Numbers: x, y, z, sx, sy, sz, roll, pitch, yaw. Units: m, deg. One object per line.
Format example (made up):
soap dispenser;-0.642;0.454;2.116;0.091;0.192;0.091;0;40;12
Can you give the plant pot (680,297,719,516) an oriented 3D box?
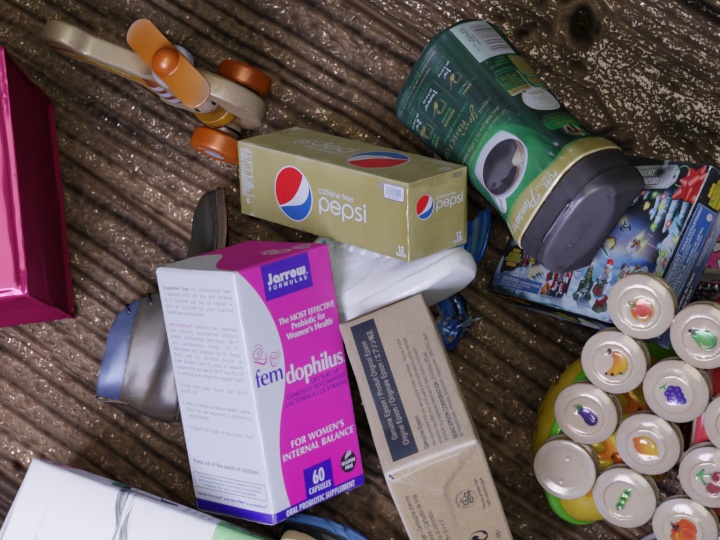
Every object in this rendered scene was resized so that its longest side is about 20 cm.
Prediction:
plant pot;0.348;0.110;1.251;0.182;0.200;0.201;8;84;10

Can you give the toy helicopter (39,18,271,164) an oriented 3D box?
toy helicopter;-0.172;-0.163;1.318;0.199;0.132;0.079;21;85;3

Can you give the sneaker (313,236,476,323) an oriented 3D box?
sneaker;0.000;0.000;1.288;0.200;0.075;0.089;-20;77;35

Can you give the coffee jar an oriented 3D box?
coffee jar;0.123;-0.095;1.234;0.200;0.085;0.104;49;128;25

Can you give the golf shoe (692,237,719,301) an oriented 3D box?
golf shoe;0.294;-0.022;1.329;0.199;0.073;0.092;2;77;-9

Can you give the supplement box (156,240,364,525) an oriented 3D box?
supplement box;-0.078;0.084;1.260;0.101;0.103;0.201;-19;104;-41

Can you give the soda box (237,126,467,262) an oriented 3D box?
soda box;-0.009;-0.064;1.274;0.068;0.200;0.064;-19;116;-41

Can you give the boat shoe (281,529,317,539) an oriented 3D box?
boat shoe;-0.043;0.290;1.246;0.072;0.201;0.066;20;46;34

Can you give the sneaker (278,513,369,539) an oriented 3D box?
sneaker;0.007;0.273;1.296;0.200;0.071;0.083;44;80;2

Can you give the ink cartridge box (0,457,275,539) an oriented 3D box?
ink cartridge box;-0.172;0.220;1.267;0.199;0.146;0.085;20;81;3

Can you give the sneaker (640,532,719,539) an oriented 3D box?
sneaker;0.224;0.262;1.293;0.199;0.075;0.081;-20;84;-2

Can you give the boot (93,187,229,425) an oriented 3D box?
boot;-0.161;0.026;1.326;0.097;0.075;0.201;7;86;-1

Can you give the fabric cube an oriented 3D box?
fabric cube;-0.350;-0.051;1.274;0.199;0.200;0.197;-6;82;0

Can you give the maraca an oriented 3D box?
maraca;0.208;0.111;1.290;0.107;0.137;0.200;21;78;40

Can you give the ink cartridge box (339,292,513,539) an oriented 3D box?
ink cartridge box;0.057;0.147;1.220;0.075;0.200;0.165;-21;41;0

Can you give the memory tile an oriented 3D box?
memory tile;0.222;0.109;1.177;0.153;0.017;0.200;28;119;14

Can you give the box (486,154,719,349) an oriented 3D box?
box;0.195;-0.024;1.270;0.040;0.200;0.137;29;83;-31

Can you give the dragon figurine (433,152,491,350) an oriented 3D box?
dragon figurine;0.077;-0.031;1.336;0.099;0.059;0.201;22;85;3
